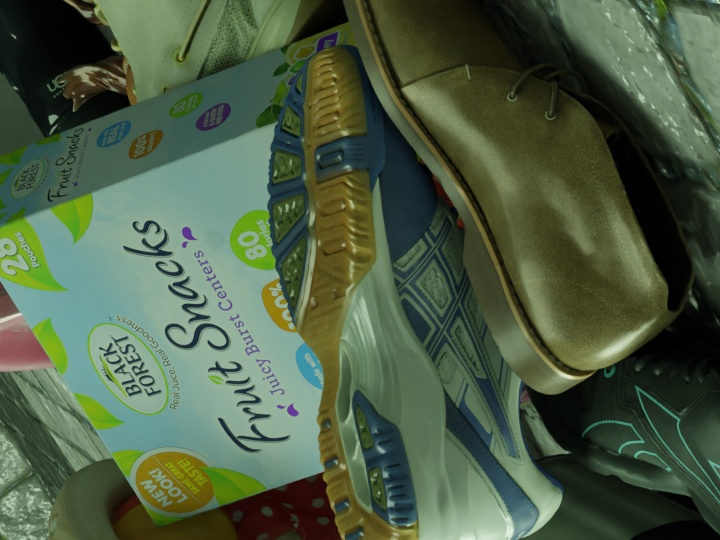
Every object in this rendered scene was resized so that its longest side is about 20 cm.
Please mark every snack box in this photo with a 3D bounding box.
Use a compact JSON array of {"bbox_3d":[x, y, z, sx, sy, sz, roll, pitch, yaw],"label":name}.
[{"bbox_3d":[-0.033,0.001,1.137,0.169,0.199,0.068,60,-159,-29],"label":"snack box"}]

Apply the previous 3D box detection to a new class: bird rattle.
[{"bbox_3d":[-0.060,0.127,1.227,0.162,0.113,0.200,20,-149,-20],"label":"bird rattle"}]

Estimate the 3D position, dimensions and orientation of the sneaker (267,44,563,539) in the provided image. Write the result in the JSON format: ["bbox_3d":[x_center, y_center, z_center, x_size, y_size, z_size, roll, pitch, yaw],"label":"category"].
[{"bbox_3d":[0.023,0.012,1.041,0.075,0.088,0.201,-7,93,64],"label":"sneaker"}]

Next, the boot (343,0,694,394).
[{"bbox_3d":[0.058,-0.060,1.005,0.075,0.073,0.201,-30,85,37],"label":"boot"}]

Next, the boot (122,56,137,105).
[{"bbox_3d":[-0.080,-0.001,1.338,0.076,0.156,0.200,7,147,26],"label":"boot"}]

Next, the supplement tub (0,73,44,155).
[{"bbox_3d":[-0.235,-0.093,1.677,0.145,0.144,0.200,53,166,0],"label":"supplement tub"}]

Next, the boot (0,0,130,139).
[{"bbox_3d":[-0.161,-0.118,1.532,0.169,0.076,0.200,61,-177,18],"label":"boot"}]

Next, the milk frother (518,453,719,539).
[{"bbox_3d":[0.112,0.205,1.157,0.181,0.200,0.188,54,167,-21],"label":"milk frother"}]

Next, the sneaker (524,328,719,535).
[{"bbox_3d":[0.135,0.053,1.017,0.200,0.075,0.080,40,142,38],"label":"sneaker"}]

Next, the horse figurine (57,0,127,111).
[{"bbox_3d":[-0.113,-0.146,1.325,0.132,0.050,0.200,28,148,22],"label":"horse figurine"}]

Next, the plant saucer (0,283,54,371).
[{"bbox_3d":[-0.144,0.010,1.572,0.201,0.199,0.051,119,139,-75],"label":"plant saucer"}]

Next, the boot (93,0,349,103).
[{"bbox_3d":[-0.091,-0.097,1.200,0.155,0.072,0.200,47,129,19],"label":"boot"}]
